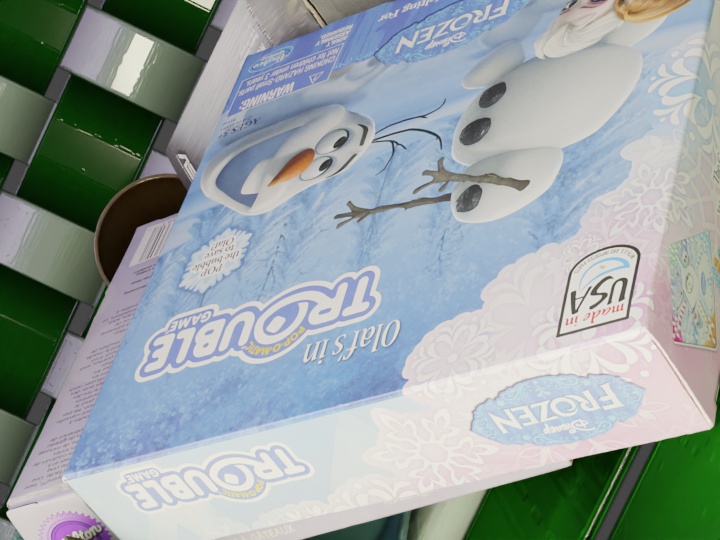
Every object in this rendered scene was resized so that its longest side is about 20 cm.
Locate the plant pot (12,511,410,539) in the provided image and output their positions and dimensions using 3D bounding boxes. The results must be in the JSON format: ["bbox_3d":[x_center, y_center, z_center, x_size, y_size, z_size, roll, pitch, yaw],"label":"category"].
[{"bbox_3d":[-0.080,0.171,0.822,0.142,0.140,0.201,-77,7,-64],"label":"plant pot"}]

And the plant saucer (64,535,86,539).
[{"bbox_3d":[-0.053,0.176,0.625,0.200,0.031,0.201,167,90,-80],"label":"plant saucer"}]

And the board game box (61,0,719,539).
[{"bbox_3d":[0.024,-0.019,0.624,0.199,0.043,0.200,-17,38,33],"label":"board game box"}]

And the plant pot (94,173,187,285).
[{"bbox_3d":[-0.253,-0.010,2.755,0.200,0.185,0.187,88,-155,-75],"label":"plant pot"}]

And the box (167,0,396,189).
[{"bbox_3d":[0.028,-0.107,0.853,0.199,0.048,0.158,-29,-13,-31],"label":"box"}]

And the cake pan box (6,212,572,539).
[{"bbox_3d":[-0.016,0.022,0.727,0.199,0.053,0.185,-18,26,19],"label":"cake pan box"}]
